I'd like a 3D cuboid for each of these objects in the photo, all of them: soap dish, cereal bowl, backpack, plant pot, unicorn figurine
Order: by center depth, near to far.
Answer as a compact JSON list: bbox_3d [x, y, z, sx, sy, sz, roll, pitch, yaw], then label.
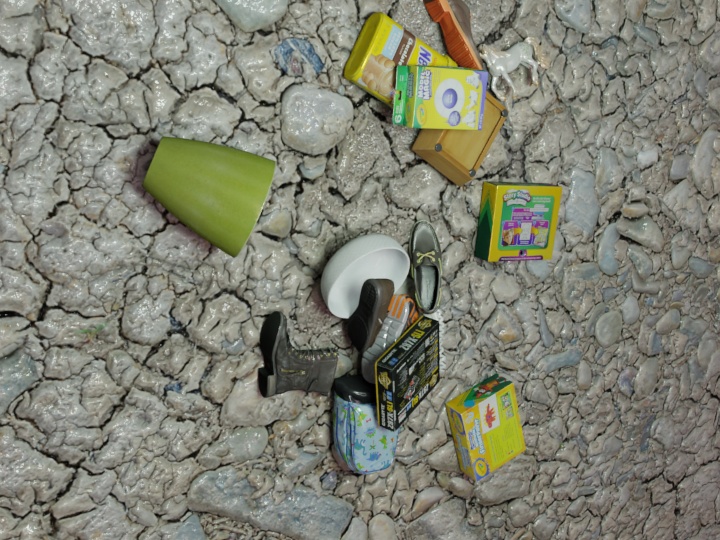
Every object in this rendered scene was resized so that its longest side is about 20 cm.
[{"bbox_3d":[-0.277,-0.150,1.343,0.197,0.187,0.191,24,93,-17],"label":"plant pot"},{"bbox_3d":[0.000,0.000,1.558,0.197,0.084,0.202,-24,145,-18],"label":"cereal bowl"},{"bbox_3d":[0.217,-0.302,1.615,0.156,0.081,0.203,30,89,-32],"label":"soap dish"},{"bbox_3d":[0.320,-0.445,1.645,0.199,0.073,0.140,-37,110,-31],"label":"unicorn figurine"},{"bbox_3d":[0.012,0.342,1.663,0.160,0.154,0.204,-1,117,-35],"label":"backpack"}]

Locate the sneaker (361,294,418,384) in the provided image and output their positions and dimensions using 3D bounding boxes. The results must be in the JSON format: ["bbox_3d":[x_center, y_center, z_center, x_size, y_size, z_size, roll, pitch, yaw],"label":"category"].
[{"bbox_3d":[0.076,0.153,1.650,0.111,0.077,0.204,13,103,-62],"label":"sneaker"}]

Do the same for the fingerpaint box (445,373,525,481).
[{"bbox_3d":[0.309,0.384,1.867,0.164,0.073,0.204,-26,115,-21],"label":"fingerpaint box"}]

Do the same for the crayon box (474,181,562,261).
[{"bbox_3d":[0.368,-0.114,1.766,0.196,0.058,0.177,-2,104,-29],"label":"crayon box"}]

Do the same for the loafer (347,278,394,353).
[{"bbox_3d":[0.030,0.094,1.559,0.070,0.074,0.202,-16,145,-32],"label":"loafer"}]

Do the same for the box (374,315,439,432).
[{"bbox_3d":[0.103,0.215,1.603,0.199,0.049,0.163,-39,136,-45],"label":"box"}]

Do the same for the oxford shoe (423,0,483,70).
[{"bbox_3d":[0.206,-0.493,1.540,0.072,0.071,0.203,-34,102,-21],"label":"oxford shoe"}]

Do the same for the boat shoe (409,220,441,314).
[{"bbox_3d":[0.145,-0.008,1.640,0.070,0.061,0.207,-5,89,0],"label":"boat shoe"}]

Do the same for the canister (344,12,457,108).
[{"bbox_3d":[0.079,-0.397,1.508,0.197,0.086,0.151,25,92,-31],"label":"canister"}]

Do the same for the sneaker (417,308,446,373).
[{"bbox_3d":[0.145,0.146,1.713,0.079,0.075,0.205,-12,109,-16],"label":"sneaker"}]

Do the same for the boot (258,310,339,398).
[{"bbox_3d":[-0.122,0.174,1.577,0.171,0.069,0.205,-3,113,-31],"label":"boot"}]

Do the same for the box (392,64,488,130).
[{"bbox_3d":[0.155,-0.339,1.487,0.196,0.048,0.120,-4,107,-27],"label":"box"}]
